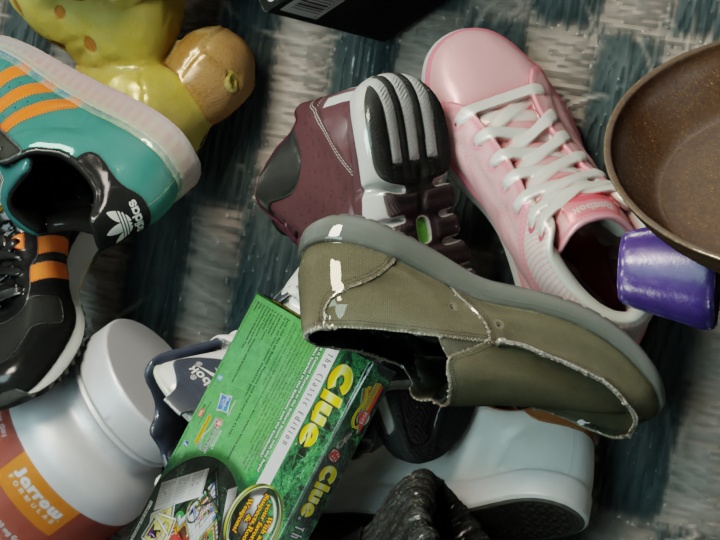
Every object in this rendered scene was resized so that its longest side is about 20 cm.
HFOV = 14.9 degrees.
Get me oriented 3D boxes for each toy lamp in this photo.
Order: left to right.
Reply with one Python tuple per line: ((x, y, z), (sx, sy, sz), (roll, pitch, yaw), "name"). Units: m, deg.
((0.223, 0.005, 1.323), (0.199, 0.058, 0.059), (5, 90, 12), "toy lamp")

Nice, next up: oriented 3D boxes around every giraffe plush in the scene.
((-0.127, -0.132, 1.554), (0.199, 0.173, 0.163), (-22, 97, 19), "giraffe plush")

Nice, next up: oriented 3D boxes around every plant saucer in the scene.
((0.216, -0.047, 1.315), (0.200, 0.200, 0.037), (24, 137, 32), "plant saucer")

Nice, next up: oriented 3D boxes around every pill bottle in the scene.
((-0.188, 0.117, 1.587), (0.200, 0.112, 0.113), (-37, 69, 22), "pill bottle")

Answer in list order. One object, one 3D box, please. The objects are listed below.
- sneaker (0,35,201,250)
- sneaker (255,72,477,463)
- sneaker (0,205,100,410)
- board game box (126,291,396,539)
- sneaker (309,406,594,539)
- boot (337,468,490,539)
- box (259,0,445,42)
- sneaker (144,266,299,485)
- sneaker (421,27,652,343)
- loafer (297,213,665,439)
((-0.184, -0.069, 1.501), (0.199, 0.080, 0.072), (22, 142, 35), "sneaker")
((0.000, 0.000, 1.449), (0.115, 0.075, 0.201), (-3, 92, 48), "sneaker")
((-0.197, -0.010, 1.558), (0.070, 0.090, 0.201), (-18, 36, 26), "sneaker")
((-0.064, 0.119, 1.404), (0.105, 0.023, 0.201), (30, 92, 49), "board game box")
((0.044, 0.106, 1.478), (0.199, 0.073, 0.085), (-10, 56, 35), "sneaker")
((-0.018, 0.153, 1.418), (0.158, 0.079, 0.211), (-51, 43, 13), "boot")
((-0.002, -0.251, 1.482), (0.148, 0.124, 0.201), (-31, 70, 26), "box")
((-0.050, 0.050, 1.494), (0.079, 0.129, 0.200), (42, 109, 27), "sneaker")
((0.098, -0.046, 1.409), (0.075, 0.105, 0.201), (-19, 79, -15), "sneaker")
((0.054, 0.043, 1.355), (0.075, 0.199, 0.070), (126, 165, -62), "loafer")
